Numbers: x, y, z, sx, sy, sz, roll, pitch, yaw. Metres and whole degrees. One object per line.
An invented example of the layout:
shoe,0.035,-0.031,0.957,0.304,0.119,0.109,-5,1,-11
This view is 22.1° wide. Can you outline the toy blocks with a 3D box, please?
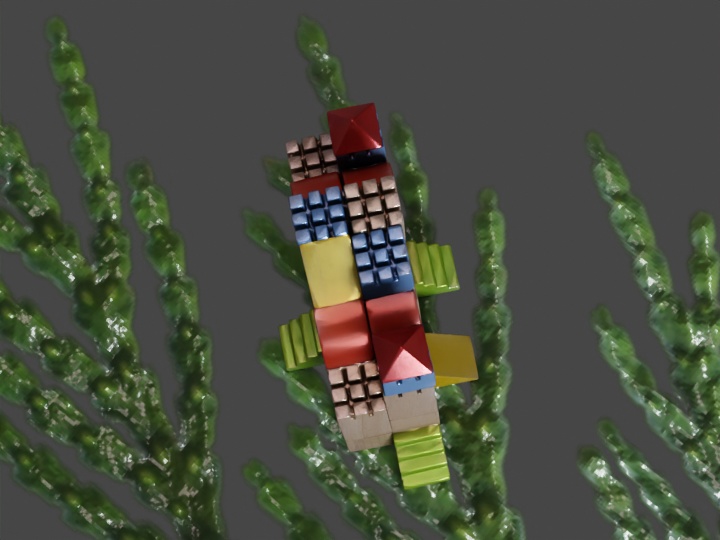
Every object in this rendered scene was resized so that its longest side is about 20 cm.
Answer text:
toy blocks,0.000,0.000,0.928,0.100,0.137,0.200,-12,71,0
